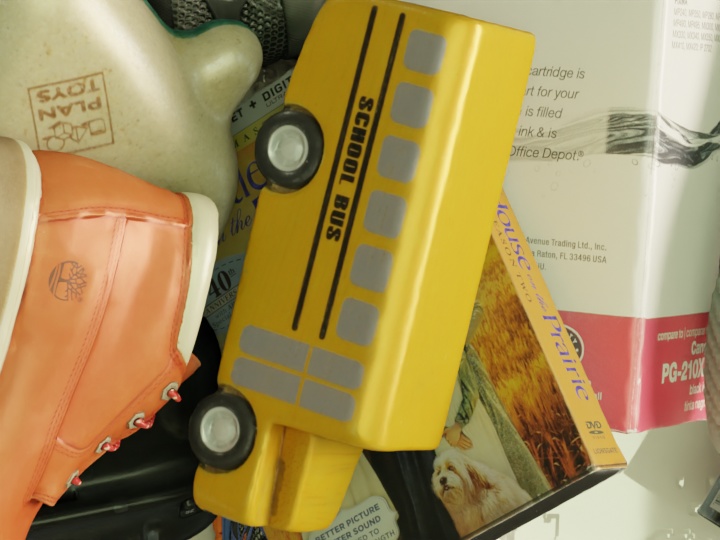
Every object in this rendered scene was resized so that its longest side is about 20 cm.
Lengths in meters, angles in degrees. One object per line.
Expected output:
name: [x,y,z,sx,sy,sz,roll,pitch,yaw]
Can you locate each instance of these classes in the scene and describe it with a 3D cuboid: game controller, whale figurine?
game controller: [-0.147,0.071,1.116,0.200,0.042,0.105,-10,108,-15]
whale figurine: [-0.118,-0.077,1.100,0.159,0.104,0.200,-14,129,-9]

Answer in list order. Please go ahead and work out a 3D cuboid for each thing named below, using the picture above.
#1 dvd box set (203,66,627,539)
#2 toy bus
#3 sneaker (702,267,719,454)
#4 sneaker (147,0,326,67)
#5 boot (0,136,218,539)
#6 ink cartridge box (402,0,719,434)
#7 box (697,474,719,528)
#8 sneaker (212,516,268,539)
dvd box set: [0.002,0.019,1.138,0.146,0.029,0.200,-30,72,26]
toy bus: [0.000,0.000,1.084,0.078,0.065,0.200,16,95,29]
sneaker: [0.205,-0.012,1.143,0.114,0.073,0.201,17,80,-9]
sneaker: [-0.077,-0.176,1.175,0.114,0.076,0.200,-11,101,-15]
boot: [-0.112,0.056,1.064,0.107,0.075,0.200,8,105,-28]
ink cartridge box: [0.067,-0.044,1.172,0.145,0.084,0.200,6,94,29]
box: [0.245,0.050,1.240,0.137,0.040,0.200,32,88,-36]
sneaker: [-0.021,0.167,1.208,0.075,0.078,0.200,-13,96,-8]
